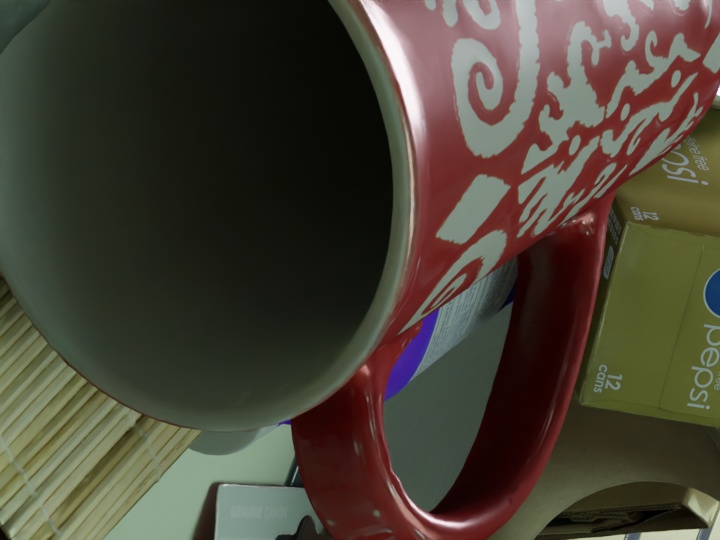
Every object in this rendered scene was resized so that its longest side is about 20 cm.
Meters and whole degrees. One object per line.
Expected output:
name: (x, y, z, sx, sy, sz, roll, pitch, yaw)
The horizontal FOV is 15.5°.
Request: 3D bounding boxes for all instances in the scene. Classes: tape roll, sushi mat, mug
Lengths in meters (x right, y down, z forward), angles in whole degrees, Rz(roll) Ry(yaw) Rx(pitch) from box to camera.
tape roll: (0.091, 0.103, 0.960, 0.203, 0.201, 0.071, -59, 147, -23)
sushi mat: (-0.053, -0.007, 0.720, 0.200, 0.012, 0.096, -48, 115, -43)
mug: (0.006, -0.033, 0.707, 0.200, 0.133, 0.179, -28, 130, -53)

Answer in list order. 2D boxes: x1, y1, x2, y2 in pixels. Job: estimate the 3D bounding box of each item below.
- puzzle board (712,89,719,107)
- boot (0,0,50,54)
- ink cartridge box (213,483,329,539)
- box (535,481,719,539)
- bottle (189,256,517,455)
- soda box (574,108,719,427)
puzzle board: (0.102, -0.131, 0.906, 0.200, 0.017, 0.152, 1, 73, -68)
boot: (-0.099, -0.003, 0.586, 0.181, 0.072, 0.201, -34, 132, -35)
ink cartridge box: (-0.046, 0.177, 0.954, 0.160, 0.047, 0.202, 14, 80, -68)
box: (0.137, 0.024, 1.119, 0.163, 0.021, 0.201, -15, -139, 61)
bottle: (0.000, 0.000, 0.844, 0.200, 0.065, 0.084, -35, 145, -55)
soda box: (0.099, -0.021, 0.937, 0.200, 0.064, 0.068, -99, -160, -66)
